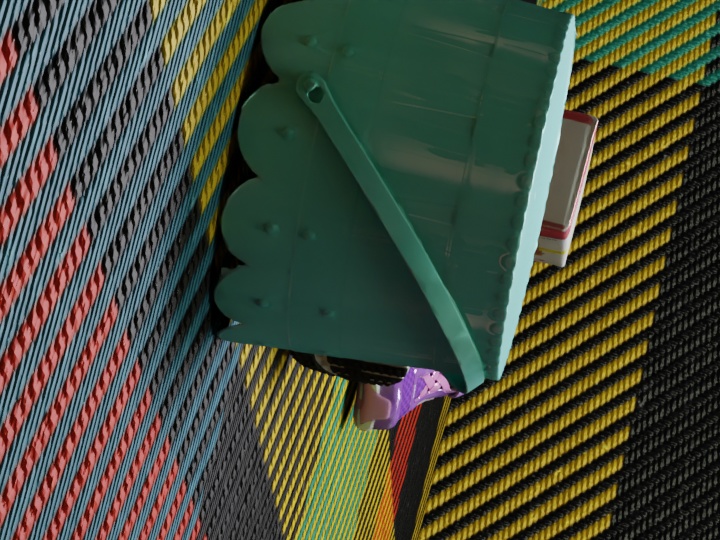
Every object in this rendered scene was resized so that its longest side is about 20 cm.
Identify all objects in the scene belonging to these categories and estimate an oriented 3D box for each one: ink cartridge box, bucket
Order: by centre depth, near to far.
[{"bbox_3d":[0.019,-0.046,1.244,0.207,0.134,0.208,12,90,-83],"label":"bucket"},{"bbox_3d":[0.084,-0.067,1.825,0.200,0.144,0.084,61,43,-82],"label":"ink cartridge box"}]

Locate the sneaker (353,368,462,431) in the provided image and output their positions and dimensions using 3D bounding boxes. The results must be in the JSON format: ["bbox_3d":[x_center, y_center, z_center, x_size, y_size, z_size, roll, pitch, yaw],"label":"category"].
[{"bbox_3d":[0.046,0.075,2.080,0.200,0.088,0.081,-57,161,-72],"label":"sneaker"}]

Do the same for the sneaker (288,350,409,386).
[{"bbox_3d":[0.000,0.000,1.490,0.200,0.073,0.080,93,9,-62],"label":"sneaker"}]
